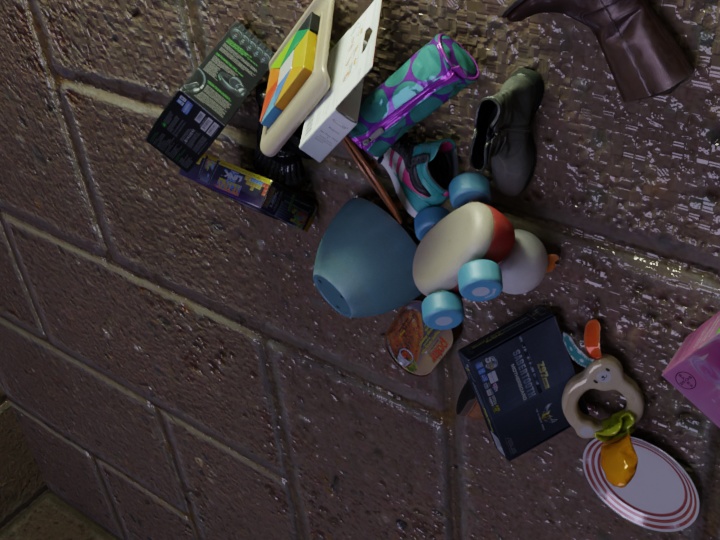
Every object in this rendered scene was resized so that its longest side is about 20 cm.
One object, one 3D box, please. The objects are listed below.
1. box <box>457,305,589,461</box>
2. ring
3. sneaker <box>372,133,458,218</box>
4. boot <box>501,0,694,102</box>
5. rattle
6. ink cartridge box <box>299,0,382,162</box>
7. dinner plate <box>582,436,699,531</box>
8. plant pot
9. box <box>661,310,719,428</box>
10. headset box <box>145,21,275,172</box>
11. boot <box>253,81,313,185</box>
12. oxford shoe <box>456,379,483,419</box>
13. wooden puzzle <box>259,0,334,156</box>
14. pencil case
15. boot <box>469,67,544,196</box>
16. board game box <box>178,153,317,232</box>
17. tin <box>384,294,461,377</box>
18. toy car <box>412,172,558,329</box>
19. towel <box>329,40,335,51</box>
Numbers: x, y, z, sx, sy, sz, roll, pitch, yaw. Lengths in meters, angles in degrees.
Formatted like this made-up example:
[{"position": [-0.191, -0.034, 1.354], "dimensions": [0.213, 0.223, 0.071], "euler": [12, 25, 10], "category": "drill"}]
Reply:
[{"position": [0.260, 0.179, 1.418], "dimensions": [0.201, 0.157, 0.051], "euler": [67, 170, -22], "category": "box"}, {"position": [0.013, -0.160, 1.399], "dimensions": [0.201, 0.019, 0.200], "euler": [55, -179, -2], "category": "ring"}, {"position": [0.080, -0.183, 1.350], "dimensions": [0.120, 0.084, 0.201], "euler": [-26, 100, 49], "category": "sneaker"}, {"position": [0.286, -0.276, 1.092], "dimensions": [0.186, 0.064, 0.201], "euler": [-18, 112, 52], "category": "boot"}, {"position": [0.355, 0.197, 1.344], "dimensions": [0.129, 0.143, 0.201], "euler": [6, 125, 29], "category": "rattle"}, {"position": [-0.013, -0.276, 1.271], "dimensions": [0.043, 0.201, 0.173], "euler": [31, 132, -23], "category": "ink cartridge box"}, {"position": [0.459, 0.343, 1.467], "dimensions": [0.199, 0.024, 0.201], "euler": [25, 135, 27], "category": "dinner plate"}, {"position": [0.000, 0.000, 1.495], "dimensions": [0.200, 0.135, 0.201], "euler": [41, 160, 19], "category": "plant pot"}, {"position": [0.529, 0.125, 1.155], "dimensions": [0.176, 0.097, 0.200], "euler": [43, 141, 8], "category": "box"}, {"position": [-0.245, -0.291, 1.492], "dimensions": [0.093, 0.201, 0.174], "euler": [38, 145, -13], "category": "headset box"}, {"position": [-0.112, -0.200, 1.479], "dimensions": [0.211, 0.079, 0.159], "euler": [52, 146, 43], "category": "boot"}, {"position": [0.234, 0.193, 1.545], "dimensions": [0.071, 0.072, 0.201], "euler": [18, 140, -7], "category": "oxford shoe"}, {"position": [-0.100, -0.297, 1.342], "dimensions": [0.037, 0.201, 0.185], "euler": [21, 138, -27], "category": "wooden puzzle"}, {"position": [0.068, -0.241, 1.256], "dimensions": [0.085, 0.093, 0.200], "euler": [41, 123, -21], "category": "pencil case"}, {"position": [0.185, -0.167, 1.219], "dimensions": [0.067, 0.131, 0.201], "euler": [26, 137, 27], "category": "boot"}, {"position": [-0.199, -0.143, 1.603], "dimensions": [0.199, 0.057, 0.165], "euler": [24, 180, 30], "category": "board game box"}, {"position": [0.112, 0.116, 1.608], "dimensions": [0.112, 0.042, 0.200], "euler": [45, 142, 12], "category": "tin"}, {"position": [0.197, -0.009, 1.322], "dimensions": [0.199, 0.186, 0.177], "euler": [17, 142, -26], "category": "toy car"}, {"position": [-0.065, -0.284, 1.464], "dimensions": [0.086, 0.018, 0.200], "euler": [51, 144, 6], "category": "towel"}]
